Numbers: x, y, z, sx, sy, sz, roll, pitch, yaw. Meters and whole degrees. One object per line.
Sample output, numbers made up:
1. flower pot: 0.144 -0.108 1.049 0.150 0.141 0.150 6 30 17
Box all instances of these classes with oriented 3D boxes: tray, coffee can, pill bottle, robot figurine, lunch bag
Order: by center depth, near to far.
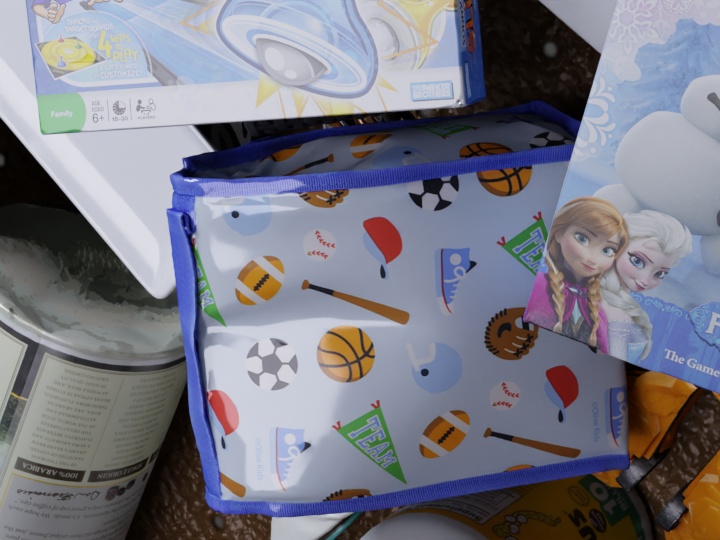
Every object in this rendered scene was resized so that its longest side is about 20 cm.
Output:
1. lunch bag: 0.013 0.018 1.137 0.124 0.200 0.170 -145 46 -68
2. robot figurine: 0.171 0.068 1.156 0.145 0.058 0.200 45 149 13
3. pill bottle: 0.058 0.162 1.215 0.113 0.200 0.113 10 109 31
4. tray: -0.140 -0.088 1.274 0.200 0.022 0.107 49 133 5
5. coffee can: -0.183 0.084 1.382 0.146 0.146 0.200 35 120 20

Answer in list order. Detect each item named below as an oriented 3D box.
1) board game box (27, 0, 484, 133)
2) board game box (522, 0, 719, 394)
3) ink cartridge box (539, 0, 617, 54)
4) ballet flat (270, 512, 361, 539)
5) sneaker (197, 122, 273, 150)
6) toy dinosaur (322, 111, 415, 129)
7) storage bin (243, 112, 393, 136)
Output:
1. board game box: -0.051 -0.134 1.064 0.200 0.034 0.135 -3 98 18
2. board game box: 0.189 -0.036 1.007 0.200 0.043 0.199 20 116 11
3. ink cartridge box: 0.162 -0.108 1.035 0.200 0.039 0.099 42 123 -1
4. ballet flat: -0.010 0.105 1.299 0.069 0.069 0.200 58 147 5
5. sneaker: -0.036 -0.119 1.271 0.083 0.071 0.200 43 120 22
6. toy dinosaur: 0.000 0.000 1.274 0.136 0.102 0.200 -10 92 15
7. storage bin: -0.016 -0.173 1.151 0.094 0.135 0.200 -10 96 11
